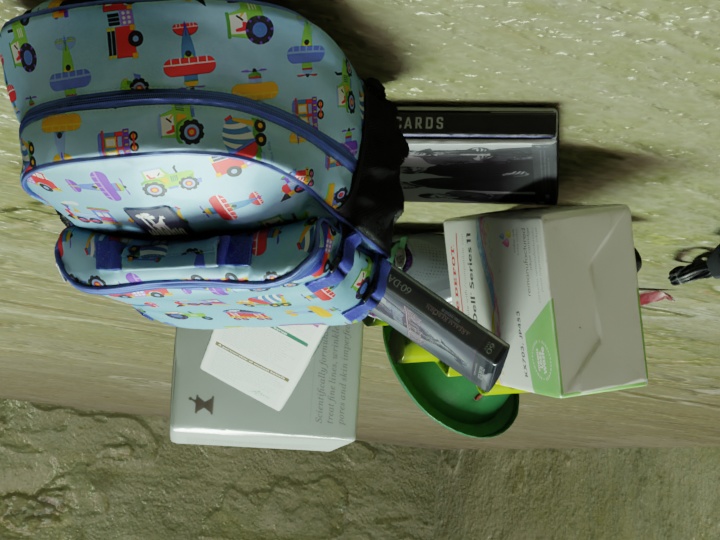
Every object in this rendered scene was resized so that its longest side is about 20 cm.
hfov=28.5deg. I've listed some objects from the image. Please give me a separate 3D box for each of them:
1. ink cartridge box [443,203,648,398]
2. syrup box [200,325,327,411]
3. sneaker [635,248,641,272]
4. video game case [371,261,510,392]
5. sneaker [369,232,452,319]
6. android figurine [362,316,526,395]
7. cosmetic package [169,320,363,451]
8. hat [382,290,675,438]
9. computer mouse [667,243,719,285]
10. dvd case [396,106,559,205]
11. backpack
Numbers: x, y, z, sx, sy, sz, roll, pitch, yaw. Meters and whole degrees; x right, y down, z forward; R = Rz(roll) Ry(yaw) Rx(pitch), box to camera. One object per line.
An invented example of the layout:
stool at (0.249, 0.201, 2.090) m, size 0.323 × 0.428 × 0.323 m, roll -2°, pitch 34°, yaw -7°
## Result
ink cartridge box at (0.113, 0.017, 0.965) m, size 0.067 × 0.118 × 0.200 m, roll -8°, pitch -177°, yaw -18°
syrup box at (-0.061, 0.029, 1.093) m, size 0.081 × 0.079 × 0.200 m, roll 28°, pitch 152°, yaw -2°
sneaker at (0.146, 0.009, 1.117) m, size 0.078 × 0.076 × 0.200 m, roll 5°, pitch 170°, yaw -19°
video game case at (0.005, 0.006, 0.890) m, size 0.199 × 0.019 × 0.143 m, roll 36°, pitch 173°, yaw 9°
sneaker at (0.000, 0.000, 1.130) m, size 0.198 × 0.075 × 0.087 m, roll -3°, pitch 163°, yaw 35°
android figurine at (0.104, 0.046, 1.221) m, size 0.198 × 0.041 × 0.182 m, roll -1°, pitch -152°, yaw -28°
cosmetic package at (-0.090, 0.077, 1.305) m, size 0.163 × 0.167 × 0.200 m, roll 4°, pitch 171°, yaw -7°
hat at (0.143, 0.037, 1.305) m, size 0.176 × 0.166 × 0.200 m, roll -43°, pitch 171°, yaw 34°
computer mouse at (0.286, -0.012, 1.104) m, size 0.058 × 0.034 × 0.200 m, roll -12°, pitch 177°, yaw -11°
dvd case at (0.023, -0.069, 0.877) m, size 0.198 × 0.025 × 0.150 m, roll 2°, pitch 170°, yaw 8°
backpack at (-0.081, -0.055, 0.695) m, size 0.181 × 0.136 × 0.200 m, roll -1°, pitch 166°, yaw 16°
